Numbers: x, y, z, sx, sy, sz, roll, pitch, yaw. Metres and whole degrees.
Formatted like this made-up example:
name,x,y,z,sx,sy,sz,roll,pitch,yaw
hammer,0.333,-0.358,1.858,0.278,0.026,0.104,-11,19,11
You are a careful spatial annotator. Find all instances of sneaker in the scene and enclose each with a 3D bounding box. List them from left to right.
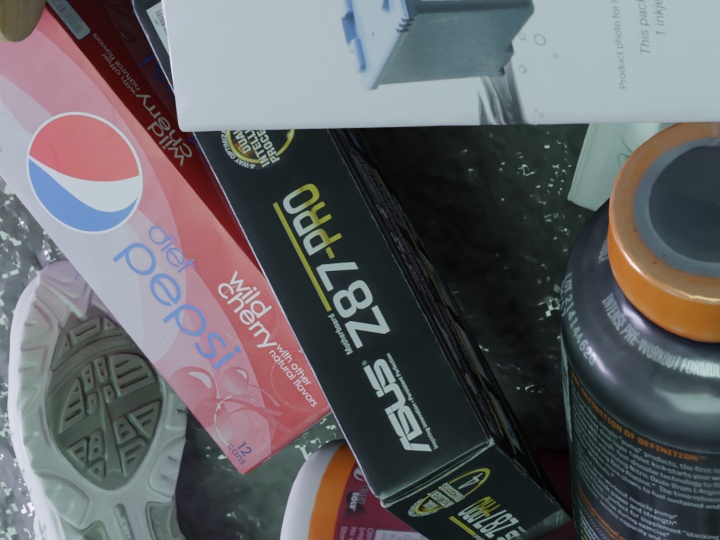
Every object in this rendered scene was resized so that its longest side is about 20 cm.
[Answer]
name,x,y,z,sx,sy,sz,roll,pitch,yaw
sneaker,-0.115,0.097,1.071,0.099,0.077,0.202,-11,90,62

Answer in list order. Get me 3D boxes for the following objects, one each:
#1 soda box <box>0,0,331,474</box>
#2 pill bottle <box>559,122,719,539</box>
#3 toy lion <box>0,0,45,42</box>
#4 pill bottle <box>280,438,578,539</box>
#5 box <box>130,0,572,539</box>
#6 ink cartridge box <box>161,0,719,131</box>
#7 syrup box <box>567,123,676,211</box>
name,x,y,z,sx,sy,sz,roll,pitch,yaw
soda box,-0.076,-0.023,1.014,0.070,0.063,0.200,-36,95,28
pill bottle,0.120,0.035,0.854,0.105,0.107,0.200,12,149,15
toy lion,-0.168,-0.167,0.885,0.068,0.192,0.202,6,84,17
pill bottle,0.075,0.124,0.994,0.198,0.110,0.110,1,112,19
box,0.000,0.000,0.903,0.049,0.161,0.201,-30,72,6
ink cartridge box,0.056,-0.099,0.775,0.199,0.146,0.087,-1,106,26
syrup box,0.184,-0.036,0.907,0.199,0.079,0.082,21,116,10
